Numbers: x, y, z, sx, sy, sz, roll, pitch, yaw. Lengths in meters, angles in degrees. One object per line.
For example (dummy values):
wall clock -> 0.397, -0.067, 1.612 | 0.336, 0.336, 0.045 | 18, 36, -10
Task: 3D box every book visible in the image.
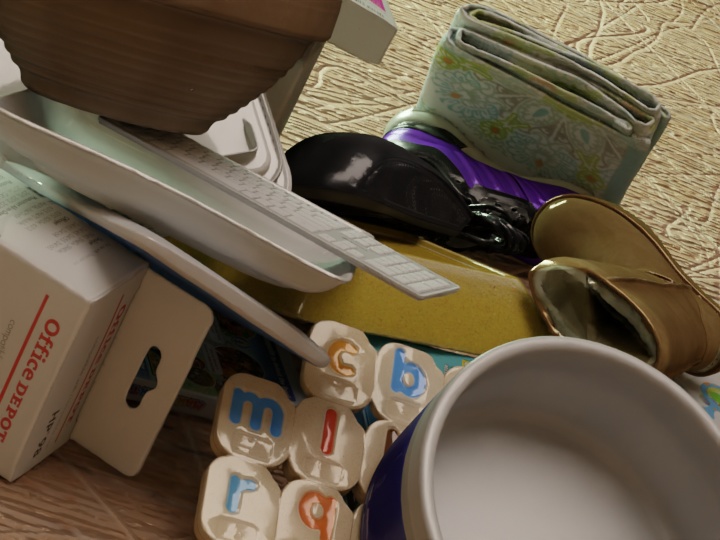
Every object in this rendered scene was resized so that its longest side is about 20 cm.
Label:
book -> -0.041, -0.185, 1.411 | 0.134, 0.048, 0.200 | 29, 10, -6

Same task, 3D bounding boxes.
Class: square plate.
square plate -> -0.091, -0.042, 1.175 | 0.198, 0.028, 0.200 | 27, 9, 0

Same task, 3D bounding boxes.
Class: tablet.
tablet -> -0.104, -0.007, 1.164 | 0.130, 0.014, 0.200 | 35, -6, -31

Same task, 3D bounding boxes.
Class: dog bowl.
dog bowl -> 0.103, 0.139, 1.127 | 0.200, 0.079, 0.200 | 13, 56, -20

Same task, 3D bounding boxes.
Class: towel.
towel -> 0.126, -0.104, 1.638 | 0.171, 0.200, 0.048 | 27, 64, 4

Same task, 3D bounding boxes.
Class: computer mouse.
computer mouse -> 0.012, -0.055, 1.451 | 0.138, 0.053, 0.200 | 7, -5, 33

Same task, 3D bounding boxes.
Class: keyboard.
keyboard -> -0.043, -0.034, 1.142 | 0.200, 0.011, 0.056 | 29, 9, 18

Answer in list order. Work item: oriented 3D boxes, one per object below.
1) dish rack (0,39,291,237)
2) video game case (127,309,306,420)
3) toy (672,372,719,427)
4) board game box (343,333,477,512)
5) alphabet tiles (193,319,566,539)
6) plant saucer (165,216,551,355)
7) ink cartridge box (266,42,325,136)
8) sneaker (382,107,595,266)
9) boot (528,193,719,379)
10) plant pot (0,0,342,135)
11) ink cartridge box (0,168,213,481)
dish rack -> -0.146, -0.099, 1.301 | 0.200, 0.044, 0.172 | -10, 68, -19
video game case -> -0.132, 0.031, 1.282 | 0.200, 0.018, 0.143 | 16, 25, -24
toy -> 0.206, 0.087, 1.485 | 0.115, 0.047, 0.200 | 38, 20, 20
board game box -> 0.083, 0.116, 1.261 | 0.200, 0.047, 0.151 | 13, 35, -20
alphabet tiles -> 0.013, 0.124, 1.147 | 0.200, 0.015, 0.196 | 19, 55, -16
plant saucer -> 0.000, 0.000, 1.362 | 0.200, 0.048, 0.200 | 12, 7, -31
ink cartridge box -> -0.144, -0.126, 1.430 | 0.200, 0.145, 0.084 | 26, 23, -3
sneaker -> 0.092, -0.036, 1.605 | 0.200, 0.070, 0.100 | 27, 31, 5
boot -> 0.150, 0.006, 1.403 | 0.175, 0.066, 0.200 | 37, 14, 21
plant pot -> -0.118, -0.128, 1.162 | 0.201, 0.093, 0.201 | 17, 9, -3
ink cartridge box -> -0.187, 0.021, 1.121 | 0.200, 0.116, 0.067 | 32, 24, 10
